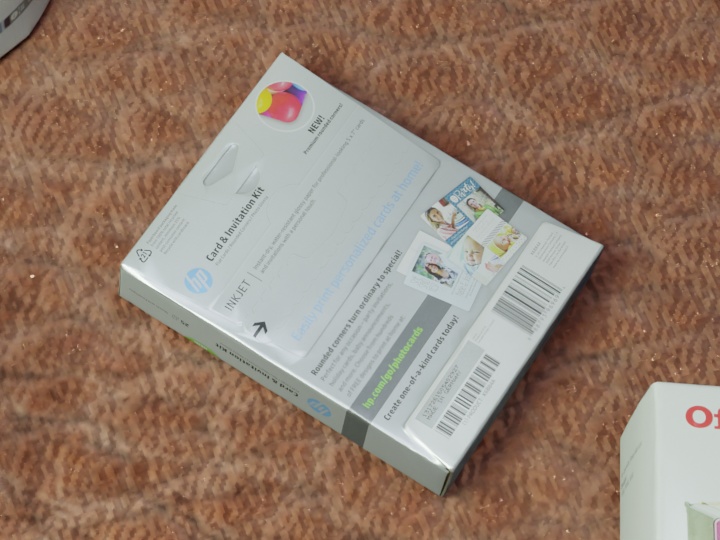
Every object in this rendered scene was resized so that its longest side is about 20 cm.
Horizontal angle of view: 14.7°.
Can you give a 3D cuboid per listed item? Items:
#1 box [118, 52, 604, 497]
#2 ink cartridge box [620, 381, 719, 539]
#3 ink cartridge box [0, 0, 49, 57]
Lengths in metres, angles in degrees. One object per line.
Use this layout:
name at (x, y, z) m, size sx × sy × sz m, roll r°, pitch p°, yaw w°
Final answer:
box at (0.000, 0.000, 1.437) m, size 0.200 × 0.041 × 0.156 m, roll 31°, pitch 64°, yaw 7°
ink cartridge box at (0.204, 0.161, 1.358) m, size 0.144 × 0.085 × 0.200 m, roll 4°, pitch 63°, yaw -5°
ink cartridge box at (-0.170, -0.190, 1.440) m, size 0.200 × 0.162 × 0.050 m, roll -37°, pitch 67°, yaw -20°
